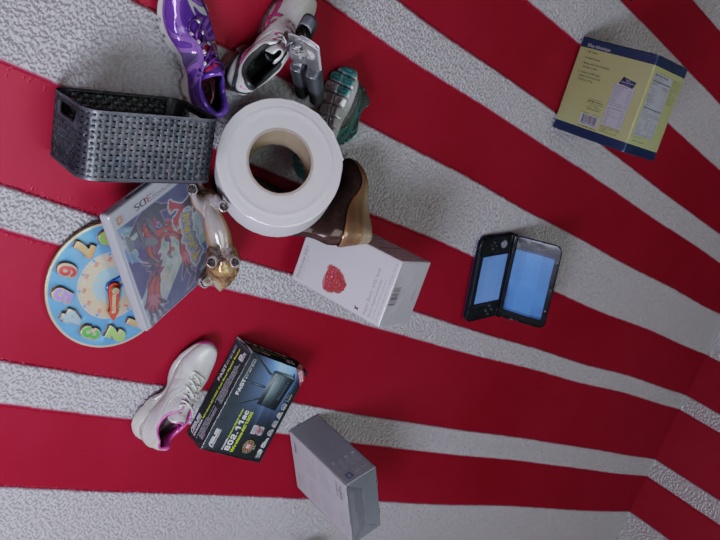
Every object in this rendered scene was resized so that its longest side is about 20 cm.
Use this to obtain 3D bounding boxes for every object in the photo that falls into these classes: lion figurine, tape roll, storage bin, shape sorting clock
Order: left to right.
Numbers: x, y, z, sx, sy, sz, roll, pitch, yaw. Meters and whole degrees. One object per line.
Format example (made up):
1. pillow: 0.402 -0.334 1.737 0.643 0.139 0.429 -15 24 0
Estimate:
1. shape sorting clock: -0.380 0.023 1.248 0.197 0.039 0.205 -20 123 -34
2. storage bin: -0.312 -0.185 1.132 0.197 0.134 0.096 -5 115 -40
3. lion figurine: -0.228 -0.065 1.274 0.070 0.122 0.206 -7 100 -11
4. tape roll: -0.128 -0.159 1.276 0.197 0.071 0.208 3 78 -12

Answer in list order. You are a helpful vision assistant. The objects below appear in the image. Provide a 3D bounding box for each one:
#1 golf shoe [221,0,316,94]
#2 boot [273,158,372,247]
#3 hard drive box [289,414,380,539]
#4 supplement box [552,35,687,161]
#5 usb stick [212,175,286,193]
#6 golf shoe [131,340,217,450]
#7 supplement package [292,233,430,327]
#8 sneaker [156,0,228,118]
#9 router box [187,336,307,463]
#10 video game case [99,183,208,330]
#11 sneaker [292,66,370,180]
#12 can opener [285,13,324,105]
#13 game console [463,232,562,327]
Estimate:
1. golf shoe: -0.126 -0.344 1.250 0.201 0.091 0.073 -52 130 -10
2. boot: -0.069 -0.127 1.385 0.162 0.203 0.073 6 137 -20
3. hard drive box: -0.052 0.410 1.624 0.076 0.199 0.159 -24 127 -30
4. supplement box: 0.557 -0.371 1.769 0.132 0.199 0.204 4 109 -42
5. usb stick: -0.163 -0.120 1.373 0.198 0.032 0.057 25 90 -45
6. golf shoe: -0.298 0.214 1.383 0.202 0.091 0.075 -55 134 -7
7. supplement package: 0.000 0.000 1.444 0.119 0.197 0.124 0 114 -60
8. sneaker: -0.227 -0.316 1.180 0.080 0.083 0.204 -32 128 -25
9. router box: -0.205 0.239 1.498 0.148 0.062 0.203 26 93 -44
10. video game case: -0.300 -0.042 1.252 0.183 0.023 0.204 -48 140 -43
11. sneaker: -0.042 -0.237 1.393 0.091 0.077 0.203 33 86 -53
12. can opener: -0.076 -0.324 1.263 0.200 0.052 0.068 88 27 -80
13. game console: 0.340 0.030 1.838 0.168 0.117 0.205 -9 117 -38
